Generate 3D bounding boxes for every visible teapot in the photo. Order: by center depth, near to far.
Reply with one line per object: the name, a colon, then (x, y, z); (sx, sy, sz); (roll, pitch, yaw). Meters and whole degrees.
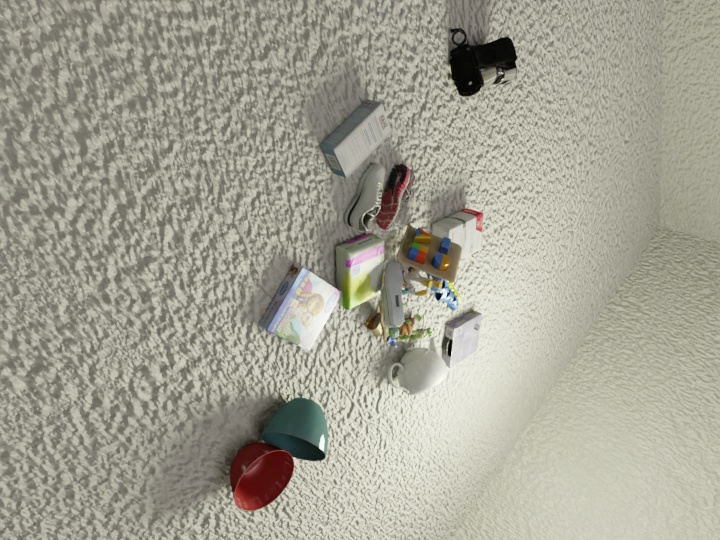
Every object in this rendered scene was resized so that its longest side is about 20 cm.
teapot: (0.207, 0.347, 2.039); (0.148, 0.195, 0.200); (62, 12, -3)

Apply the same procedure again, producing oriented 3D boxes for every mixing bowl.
mixing bowl: (-0.301, 0.577, 1.632); (0.198, 0.108, 0.203); (-21, 125, -33)

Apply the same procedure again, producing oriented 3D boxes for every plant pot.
plant pot: (-0.179, 0.459, 1.670); (0.201, 0.197, 0.136); (60, 37, -44)

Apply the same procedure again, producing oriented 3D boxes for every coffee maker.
coffee maker: (0.381, -0.652, 1.728); (0.199, 0.134, 0.195); (-29, 128, -35)

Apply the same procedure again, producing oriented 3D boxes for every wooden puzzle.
wooden puzzle: (0.224, -0.063, 1.772); (0.186, 0.198, 0.047); (-65, 179, -48)

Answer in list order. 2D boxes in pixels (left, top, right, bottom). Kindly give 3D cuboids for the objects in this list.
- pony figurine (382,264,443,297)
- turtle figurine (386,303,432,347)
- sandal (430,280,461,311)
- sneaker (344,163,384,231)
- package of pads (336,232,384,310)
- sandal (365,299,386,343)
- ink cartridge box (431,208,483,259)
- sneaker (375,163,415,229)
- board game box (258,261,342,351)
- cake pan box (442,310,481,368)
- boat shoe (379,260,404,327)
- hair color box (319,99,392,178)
pony figurine: (0.170, 0.011, 1.822); (0.193, 0.198, 0.169); (-44, 131, -45)
turtle figurine: (0.183, 0.173, 1.921); (0.193, 0.142, 0.203); (9, 96, -58)
sandal: (0.306, 0.082, 2.069); (0.087, 0.079, 0.201); (-44, 128, -17)
sneaker: (0.031, -0.208, 1.621); (0.076, 0.080, 0.202); (22, 91, -48)
package of pads: (0.000, 0.000, 1.699); (0.153, 0.068, 0.203); (-23, 128, -38)
sandal: (0.049, 0.167, 1.846); (0.068, 0.078, 0.213); (-6, 142, -4)
ink cartridge box: (0.340, -0.118, 1.991); (0.199, 0.083, 0.147); (-24, 126, -37)
sneaker: (0.113, -0.215, 1.703); (0.074, 0.080, 0.202); (23, 91, -51)
board game box: (-0.165, 0.107, 1.597); (0.199, 0.041, 0.202); (35, 83, -49)
cake pan box: (0.412, 0.279, 2.294); (0.198, 0.052, 0.187); (-22, 122, -39)
boat shoe: (0.088, 0.074, 1.731); (0.073, 0.065, 0.203); (10, 75, -43)
hair color box: (-0.009, -0.356, 1.517); (0.200, 0.060, 0.100); (-47, 137, -18)
